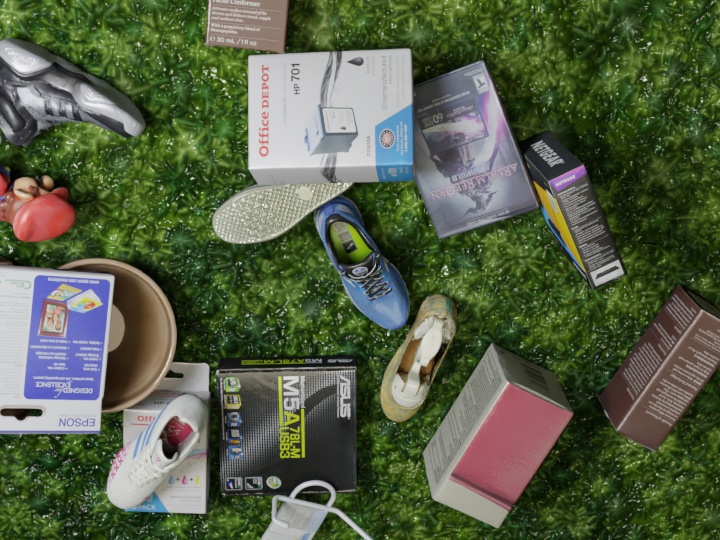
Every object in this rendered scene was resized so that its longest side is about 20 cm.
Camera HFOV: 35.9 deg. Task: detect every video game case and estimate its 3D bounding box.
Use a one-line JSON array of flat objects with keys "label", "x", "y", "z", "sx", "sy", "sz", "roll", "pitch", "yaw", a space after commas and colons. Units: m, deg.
[{"label": "video game case", "x": 0.128, "y": -0.151, "z": 1.411, "sx": 0.142, "sy": 0.019, "sz": 0.201, "roll": -17, "pitch": 104, "yaw": 25}]

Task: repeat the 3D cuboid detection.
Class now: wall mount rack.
[{"label": "wall mount rack", "x": -0.067, "y": 0.394, "z": 1.579, "sx": 0.173, "sy": 0.075, "sz": 0.200, "roll": 18, "pitch": 124, "yaw": -18}]

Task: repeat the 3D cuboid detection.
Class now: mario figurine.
[{"label": "mario figurine", "x": -0.443, "y": -0.111, "z": 1.392, "sx": 0.199, "sy": 0.123, "sz": 0.106, "roll": 28, "pitch": 92, "yaw": 1}]

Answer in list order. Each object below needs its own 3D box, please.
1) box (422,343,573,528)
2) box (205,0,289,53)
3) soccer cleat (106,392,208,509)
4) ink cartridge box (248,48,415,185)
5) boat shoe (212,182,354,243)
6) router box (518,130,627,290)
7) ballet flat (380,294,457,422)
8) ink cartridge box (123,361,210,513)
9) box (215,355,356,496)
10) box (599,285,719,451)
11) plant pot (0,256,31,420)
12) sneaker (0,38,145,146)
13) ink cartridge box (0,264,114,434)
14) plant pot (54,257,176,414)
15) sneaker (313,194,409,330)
[{"label": "box", "x": 0.184, "y": 0.224, "z": 1.520, "sx": 0.109, "sy": 0.128, "sz": 0.201, "roll": 26, "pitch": 107, "yaw": -12}, {"label": "box", "x": -0.128, "y": -0.366, "z": 1.327, "sx": 0.100, "sy": 0.075, "sz": 0.201, "roll": 4, "pitch": 108, "yaw": -4}, {"label": "soccer cleat", "x": -0.273, "y": 0.245, "z": 1.455, "sx": 0.070, "sy": 0.086, "sz": 0.200, "roll": 35, "pitch": 105, "yaw": -13}, {"label": "ink cartridge box", "x": -0.034, "y": -0.185, "z": 1.353, "sx": 0.199, "sy": 0.086, "sz": 0.147, "roll": -2, "pitch": 82, "yaw": 3}, {"label": "boat shoe", "x": -0.097, "y": -0.095, "z": 1.427, "sx": 0.199, "sy": 0.062, "sz": 0.075, "roll": -28, "pitch": 107, "yaw": 3}, {"label": "router box", "x": 0.258, "y": -0.080, "z": 1.378, "sx": 0.051, "sy": 0.200, "sz": 0.150, "roll": -24, "pitch": 108, "yaw": 4}, {"label": "ballet flat", "x": 0.078, "y": 0.128, "z": 1.515, "sx": 0.070, "sy": 0.071, "sz": 0.201, "roll": 20, "pitch": 108, "yaw": -9}, {"label": "ink cartridge box", "x": -0.266, "y": 0.230, "z": 1.533, "sx": 0.115, "sy": 0.068, "sz": 0.201, "roll": 2, "pitch": 109, "yaw": -4}, {"label": "box", "x": -0.100, "y": 0.217, "z": 1.548, "sx": 0.192, "sy": 0.048, "sz": 0.201, "roll": 1, "pitch": 110, "yaw": -1}, {"label": "box", "x": 0.416, "y": 0.132, "z": 1.506, "sx": 0.075, "sy": 0.100, "sz": 0.200, "roll": 30, "pitch": 106, "yaw": -12}, {"label": "plant pot", "x": -0.521, "y": 0.085, "z": 1.412, "sx": 0.199, "sy": 0.200, "sz": 0.199, "roll": 3, "pitch": 102, "yaw": -4}, {"label": "sneaker", "x": -0.372, "y": -0.194, "z": 1.377, "sx": 0.199, "sy": 0.076, "sz": 0.114, "roll": 30, "pitch": 106, "yaw": -6}, {"label": "ink cartridge box", "x": -0.408, "y": 0.095, "z": 1.350, "sx": 0.197, "sy": 0.047, "sz": 0.201, "roll": 5, "pitch": 95, "yaw": -27}, {"label": "plant pot", "x": -0.345, "y": 0.079, "z": 1.450, "sx": 0.200, "sy": 0.093, "sz": 0.202, "roll": -2, "pitch": 97, "yaw": -16}, {"label": "sneaker", "x": 0.000, "y": 0.000, "z": 1.453, "sx": 0.078, "sy": 0.089, "sz": 0.200, "roll": -30, "pitch": 108, "yaw": 9}]
